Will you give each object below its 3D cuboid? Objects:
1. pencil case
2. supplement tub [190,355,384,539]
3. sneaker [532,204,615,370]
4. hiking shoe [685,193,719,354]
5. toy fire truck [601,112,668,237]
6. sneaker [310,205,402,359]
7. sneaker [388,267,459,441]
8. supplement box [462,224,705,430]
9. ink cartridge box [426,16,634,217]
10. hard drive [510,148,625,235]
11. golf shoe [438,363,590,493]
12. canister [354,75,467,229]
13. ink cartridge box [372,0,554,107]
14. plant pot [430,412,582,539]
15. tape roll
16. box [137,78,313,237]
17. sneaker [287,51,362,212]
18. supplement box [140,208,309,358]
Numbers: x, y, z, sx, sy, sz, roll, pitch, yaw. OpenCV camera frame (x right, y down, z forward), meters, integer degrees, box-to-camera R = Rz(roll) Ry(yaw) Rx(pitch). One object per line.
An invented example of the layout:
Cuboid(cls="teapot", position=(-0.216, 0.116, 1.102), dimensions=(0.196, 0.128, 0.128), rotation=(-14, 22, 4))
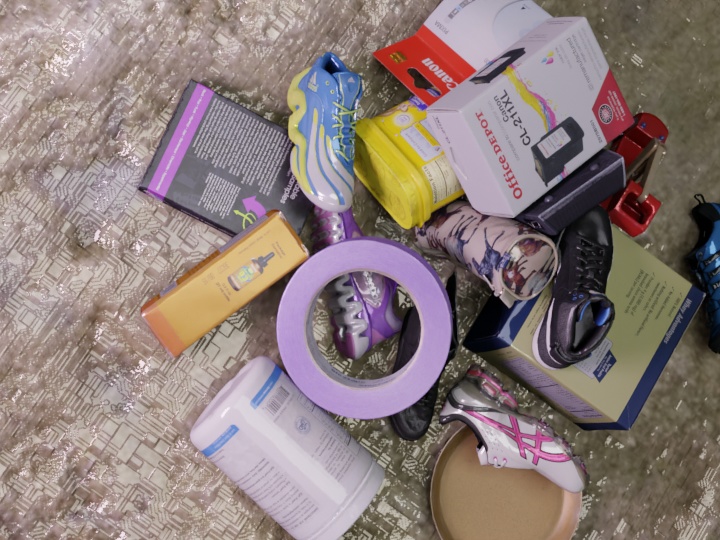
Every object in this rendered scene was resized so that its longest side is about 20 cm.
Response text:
Cuboid(cls="pencil case", position=(0.142, -0.028, 1.653), dimensions=(0.089, 0.199, 0.078), rotation=(-42, 123, -12))
Cuboid(cls="supplement tub", position=(-0.084, 0.209, 1.598), dimensions=(0.200, 0.132, 0.132), rotation=(44, 76, -7))
Cuboid(cls="sneaker", position=(0.261, 0.014, 1.580), dimensions=(0.072, 0.112, 0.203), rotation=(18, 79, -12))
Cuboid(cls="hiking shoe", position=(0.454, 0.008, 1.799), dimensions=(0.085, 0.074, 0.203), rotation=(12, 72, -6))
Cuboid(cls="toy fire truck", position=(0.338, -0.122, 1.726), dimensions=(0.048, 0.141, 0.201), rotation=(33, 67, -9))
Cuboid(cls="sneaker", position=(0.000, 0.000, 1.674), dimensions=(0.087, 0.080, 0.203), rotation=(-14, 94, -20))
Cuboid(cls="sneaker", position=(0.078, 0.102, 1.665), dimensions=(0.059, 0.104, 0.203), rotation=(9, 82, -14))
Cuboid(cls="supplement box", position=(0.270, 0.059, 1.705), dimensions=(0.199, 0.134, 0.201), rotation=(35, 77, -9))
Cuboid(cls="ink cartridge box", position=(0.196, -0.175, 1.607), dimensions=(0.199, 0.083, 0.147), rotation=(-38, 111, -18))
Cuboid(cls="hard drive", position=(0.232, -0.097, 1.658), dimensions=(0.134, 0.200, 0.043), rotation=(-34, 105, -5))
Cuboid(cls="golf shoe", position=(0.184, 0.207, 1.676), dimensions=(0.199, 0.073, 0.092), rotation=(40, 82, 3))
Cuboid(cls="canister", position=(0.102, -0.155, 1.687), dimensions=(0.199, 0.087, 0.149), rotation=(-29, 55, -17))
Cuboid(cls="ink cartridge box", position=(0.138, -0.273, 1.695), dimensions=(0.199, 0.048, 0.160), rotation=(-27, 55, -24))
Cuboid(cls="plant pot", position=(0.176, 0.274, 1.714), dimensions=(0.197, 0.027, 0.203), rotation=(1, 85, -15))
Cuboid(cls="tape roll", position=(0.006, 0.064, 1.594), dimensions=(0.197, 0.066, 0.203), rotation=(0, 94, 5))
Cuboid(cls="box", position=(-0.146, -0.116, 1.665), dimensions=(0.198, 0.036, 0.144), rotation=(27, 79, -9))
Cuboid(cls="sneaker", position=(-0.037, -0.170, 1.626), dimensions=(0.075, 0.105, 0.202), rotation=(3, 54, -29))
Cuboid(cls="supplement box", position=(-0.157, 0.013, 1.613), dimensions=(0.199, 0.069, 0.067), rotation=(-36, 100, -3))
